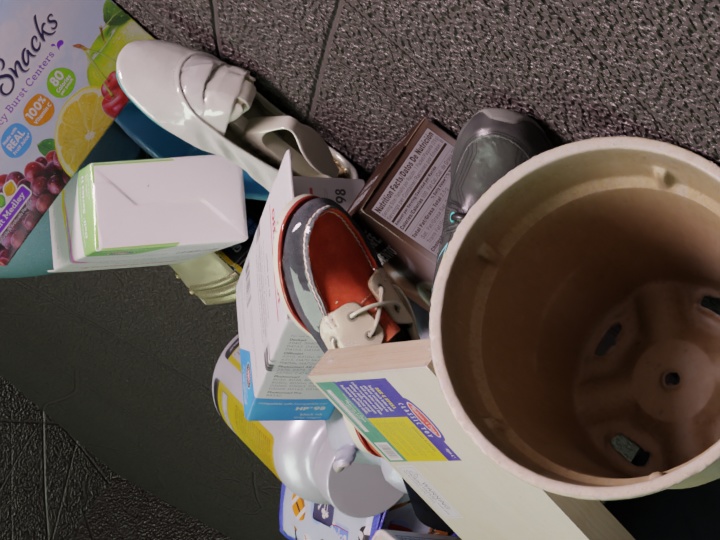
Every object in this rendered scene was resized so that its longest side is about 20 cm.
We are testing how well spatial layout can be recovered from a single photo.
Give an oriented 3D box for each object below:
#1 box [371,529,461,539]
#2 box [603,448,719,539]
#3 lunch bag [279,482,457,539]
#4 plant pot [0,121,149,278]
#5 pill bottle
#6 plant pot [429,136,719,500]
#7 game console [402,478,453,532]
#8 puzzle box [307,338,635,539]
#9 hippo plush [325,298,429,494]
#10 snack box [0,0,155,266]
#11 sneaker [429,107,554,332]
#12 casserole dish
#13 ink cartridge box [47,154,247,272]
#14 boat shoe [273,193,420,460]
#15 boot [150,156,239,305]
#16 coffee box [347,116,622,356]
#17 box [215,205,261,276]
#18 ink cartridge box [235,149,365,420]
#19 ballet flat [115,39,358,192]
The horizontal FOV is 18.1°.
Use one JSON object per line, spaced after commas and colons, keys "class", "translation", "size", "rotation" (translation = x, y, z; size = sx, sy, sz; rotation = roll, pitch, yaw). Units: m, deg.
{"class": "box", "translation": [0.085, 0.272, 1.655], "size": [0.128, 0.109, 0.200], "rotation": [38, -166, 36]}
{"class": "box", "translation": [0.242, 0.181, 1.610], "size": [0.104, 0.148, 0.200], "rotation": [31, 165, 18]}
{"class": "lunch bag", "translation": [0.027, 0.168, 1.962], "size": [0.124, 0.200, 0.170], "rotation": [42, 166, -29]}
{"class": "plant pot", "translation": [-0.248, -0.078, 1.825], "size": [0.135, 0.200, 0.200], "rotation": [15, 165, 4]}
{"class": "pill bottle", "translation": [-0.036, 0.124, 1.856], "size": [0.112, 0.112, 0.200], "rotation": [44, 177, -36]}
{"class": "plant pot", "translation": [0.161, 0.046, 1.290], "size": [0.200, 0.201, 0.183], "rotation": [28, 176, 24]}
{"class": "game console", "translation": [0.088, 0.167, 1.536], "size": [0.171, 0.118, 0.200], "rotation": [6, 141, 21]}
{"class": "puzzle box", "translation": [0.071, 0.119, 1.373], "size": [0.200, 0.025, 0.133], "rotation": [48, 153, -21]}
{"class": "hippo plush", "translation": [0.040, 0.091, 1.646], "size": [0.200, 0.161, 0.159], "rotation": [33, -163, -4]}
{"class": "snack box", "translation": [-0.255, -0.125, 1.612], "size": [0.142, 0.200, 0.053], "rotation": [40, 166, -24]}
{"class": "sneaker", "translation": [0.081, 0.000, 1.351], "size": [0.075, 0.079, 0.200], "rotation": [10, 123, 15]}
{"class": "casserole dish", "translation": [-0.119, -0.104, 1.710], "size": [0.121, 0.039, 0.200], "rotation": [40, 166, -24]}
{"class": "ink cartridge box", "translation": [-0.168, -0.041, 1.697], "size": [0.117, 0.067, 0.200], "rotation": [-5, 176, -20]}
{"class": "boat shoe", "translation": [0.005, 0.041, 1.429], "size": [0.063, 0.071, 0.200], "rotation": [14, 132, 51]}
{"class": "boot", "translation": [-0.181, -0.041, 2.005], "size": [0.200, 0.073, 0.155], "rotation": [9, 149, 50]}
{"class": "coffee box", "translation": [0.089, -0.002, 1.476], "size": [0.200, 0.080, 0.114], "rotation": [35, 165, -4]}
{"class": "box", "translation": [-0.078, -0.007, 1.834], "size": [0.160, 0.049, 0.200], "rotation": [46, 177, -34]}
{"class": "ink cartridge box", "translation": [-0.036, 0.013, 1.588], "size": [0.067, 0.116, 0.200], "rotation": [2, 151, -13]}
{"class": "ballet flat", "translation": [-0.079, -0.106, 1.582], "size": [0.200, 0.069, 0.069], "rotation": [36, 167, -27]}
